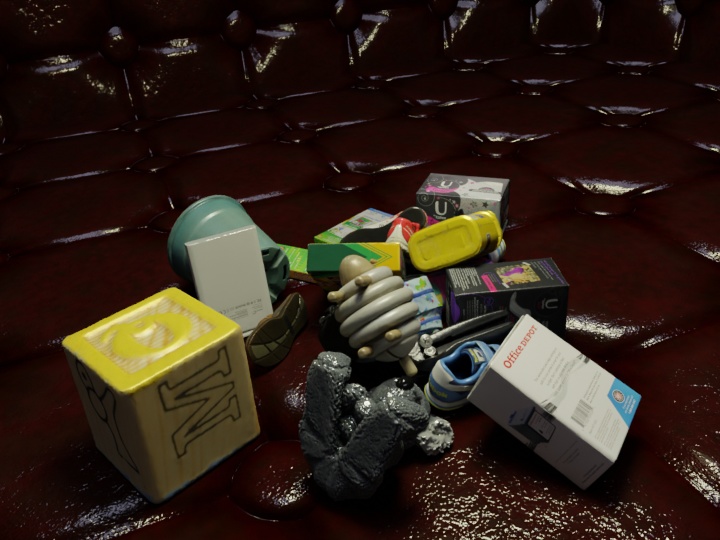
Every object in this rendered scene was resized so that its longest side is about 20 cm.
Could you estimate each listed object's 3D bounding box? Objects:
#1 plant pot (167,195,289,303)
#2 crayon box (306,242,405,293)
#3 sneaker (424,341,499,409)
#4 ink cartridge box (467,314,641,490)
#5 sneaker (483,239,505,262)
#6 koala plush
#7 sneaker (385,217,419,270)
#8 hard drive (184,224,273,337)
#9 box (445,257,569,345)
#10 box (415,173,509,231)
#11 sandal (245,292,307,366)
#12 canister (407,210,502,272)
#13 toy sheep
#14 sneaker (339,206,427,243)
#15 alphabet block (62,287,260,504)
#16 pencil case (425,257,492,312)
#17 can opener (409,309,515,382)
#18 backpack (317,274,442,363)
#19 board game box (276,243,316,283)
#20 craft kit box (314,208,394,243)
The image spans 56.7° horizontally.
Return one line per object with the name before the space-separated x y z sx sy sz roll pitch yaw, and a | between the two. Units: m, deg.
plant pot | -0.256 -0.023 1.361 0.199 0.202 0.195 -27 43 -34
crayon box | 0.000 0.000 1.285 0.170 0.059 0.200 1 -13 8
sneaker | 0.197 0.152 1.052 0.198 0.083 0.074 -18 44 -21
ink cartridge box | 0.272 0.178 0.940 0.199 0.086 0.146 36 42 15
sneaker | 0.209 -0.048 1.442 0.197 0.075 0.082 6 33 20
koala plush | 0.028 0.215 0.949 0.176 0.186 0.199 28 21 31
sneaker | 0.104 -0.052 1.351 0.076 0.086 0.200 9 -12 18
hard drive | -0.238 0.029 1.236 0.130 0.203 0.027 -17 23 -22
box | 0.256 0.061 1.188 0.197 0.124 0.106 -4 28 0
box | 0.241 -0.149 1.573 0.197 0.116 0.132 7 31 20
sandal | -0.159 0.106 1.221 0.054 0.083 0.201 -10 26 26
canister | 0.184 -0.056 1.284 0.147 0.088 0.200 -20 -2 22
toy sheep | 0.026 0.068 0.990 0.136 0.202 0.138 -25 -8 -4
sneaker | 0.055 -0.074 1.444 0.199 0.068 0.108 -25 -6 10
alphabet block | -0.288 0.175 0.986 0.194 0.203 0.195 21 38 38
pencil case | 0.171 0.039 1.287 0.198 0.089 0.088 -19 32 -21
can opener | 0.162 0.115 1.109 0.198 0.079 0.064 -27 60 -7
backpack | 0.046 0.083 1.152 0.199 0.163 0.154 -37 82 -29
board game box | -0.142 -0.017 1.486 0.198 0.030 0.096 14 33 25
craft kit box | 0.030 -0.070 1.538 0.199 0.049 0.196 23 37 40
